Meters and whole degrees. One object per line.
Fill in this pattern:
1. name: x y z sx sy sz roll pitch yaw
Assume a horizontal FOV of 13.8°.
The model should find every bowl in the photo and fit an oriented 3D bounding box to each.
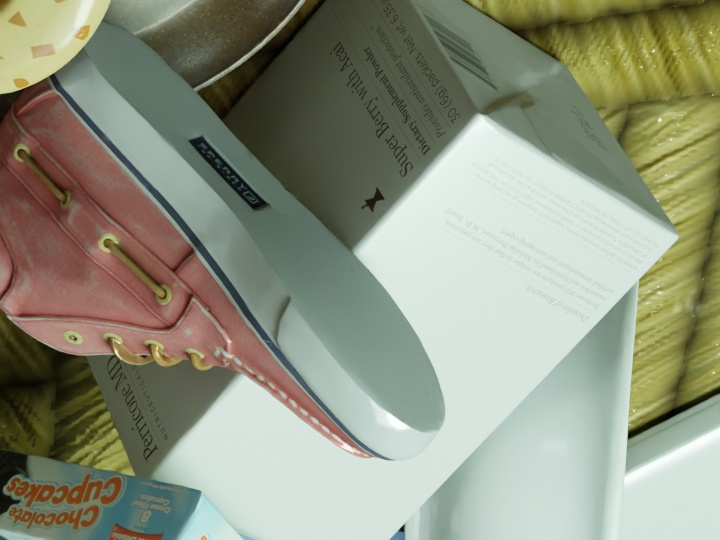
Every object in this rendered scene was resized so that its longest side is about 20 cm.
1. bowl: 0.067 0.084 1.252 0.090 0.201 0.201 5 131 5

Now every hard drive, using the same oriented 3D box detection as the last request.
1. hard drive: 0.146 0.126 1.414 0.200 0.027 0.132 -27 135 -3

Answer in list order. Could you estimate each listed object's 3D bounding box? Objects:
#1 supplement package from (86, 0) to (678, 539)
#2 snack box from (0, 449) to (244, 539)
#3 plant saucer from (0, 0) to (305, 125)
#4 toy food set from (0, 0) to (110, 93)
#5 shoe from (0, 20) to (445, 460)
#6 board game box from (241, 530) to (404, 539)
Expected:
1. supplement package: 0.000 0.000 1.172 0.120 0.121 0.200 28 112 -39
2. snack box: -0.117 0.115 1.181 0.116 0.200 0.037 52 56 -44
3. plant saucer: -0.098 -0.140 1.068 0.200 0.032 0.200 -13 133 -14
4. toy food set: -0.160 -0.162 0.971 0.198 0.049 0.200 17 114 -12
5. shoe: -0.061 0.010 1.076 0.091 0.200 0.071 -47 167 23
6. board game box: -0.025 0.174 1.364 0.158 0.039 0.200 17 125 -16
